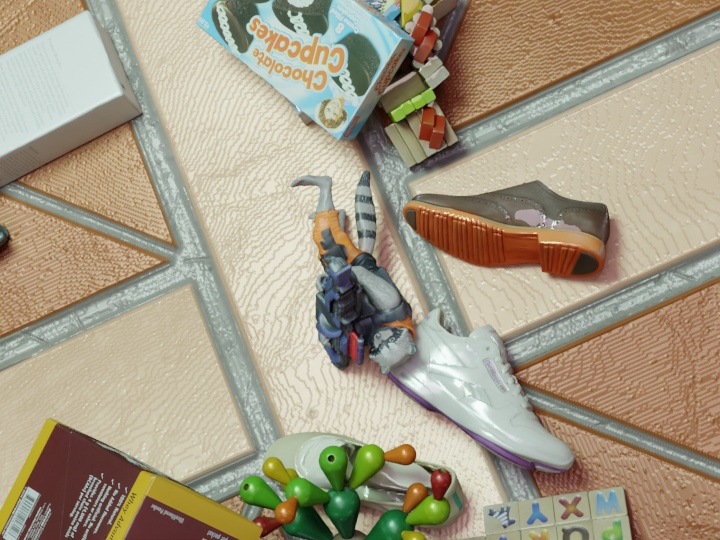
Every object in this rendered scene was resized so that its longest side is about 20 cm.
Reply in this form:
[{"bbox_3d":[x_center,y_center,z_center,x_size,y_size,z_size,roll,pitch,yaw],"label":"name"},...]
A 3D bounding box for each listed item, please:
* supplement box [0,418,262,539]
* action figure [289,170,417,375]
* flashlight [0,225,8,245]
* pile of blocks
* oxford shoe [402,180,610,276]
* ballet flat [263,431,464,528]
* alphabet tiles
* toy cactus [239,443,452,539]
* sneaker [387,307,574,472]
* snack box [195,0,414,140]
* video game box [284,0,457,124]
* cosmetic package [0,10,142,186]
[{"bbox_3d":[-0.229,0.268,1.478,0.199,0.132,0.199,17,78,51],"label":"supplement box"},{"bbox_3d":[0.000,0.000,1.528,0.104,0.200,0.195,-21,73,-12],"label":"action figure"},{"bbox_3d":[-0.449,0.004,1.665,0.199,0.068,0.068,-39,79,-1],"label":"flashlight"},{"bbox_3d":[0.048,-0.201,1.593,0.081,0.062,0.203,-6,94,-3],"label":"pile of blocks"},{"bbox_3d":[0.140,-0.049,1.579,0.198,0.072,0.074,13,60,8],"label":"oxford shoe"},{"bbox_3d":[0.001,0.187,1.543,0.198,0.069,0.070,12,80,12],"label":"ballet flat"},{"bbox_3d":[0.147,0.273,1.482,0.197,0.008,0.168,-9,43,8],"label":"alphabet tiles"},{"bbox_3d":[-0.011,0.234,1.491,0.197,0.103,0.167,-3,122,7],"label":"toy cactus"},{"bbox_3d":[0.121,0.110,1.534,0.199,0.075,0.100,34,86,15],"label":"sneaker"},{"bbox_3d":[-0.055,-0.230,1.596,0.200,0.037,0.117,39,109,19],"label":"snack box"},{"bbox_3d":[-0.033,-0.279,1.663,0.199,0.047,0.183,-37,73,1],"label":"video game box"},{"bbox_3d":[-0.335,-0.167,1.679,0.198,0.071,0.102,-26,75,4],"label":"cosmetic package"}]
